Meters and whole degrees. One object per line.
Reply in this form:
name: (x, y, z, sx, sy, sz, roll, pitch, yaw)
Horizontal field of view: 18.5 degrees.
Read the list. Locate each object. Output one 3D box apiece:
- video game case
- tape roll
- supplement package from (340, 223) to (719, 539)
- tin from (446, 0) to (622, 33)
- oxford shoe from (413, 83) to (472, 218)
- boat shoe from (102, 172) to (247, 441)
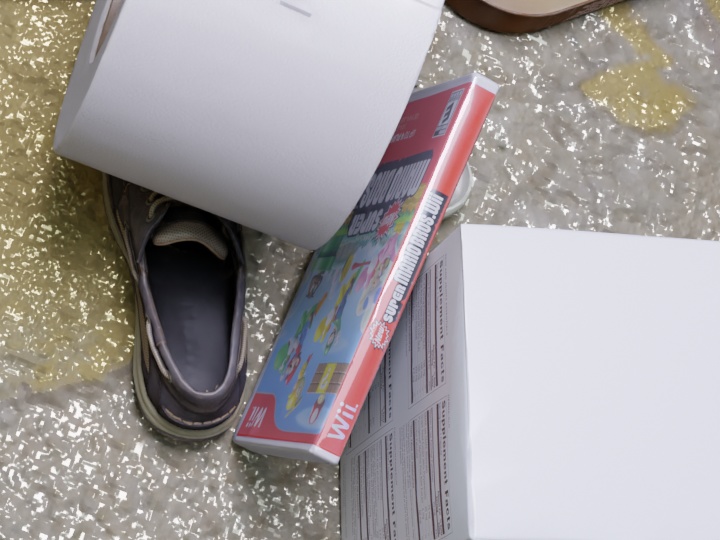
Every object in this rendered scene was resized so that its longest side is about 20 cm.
video game case: (0.000, 0.000, 1.114, 0.017, 0.143, 0.201, 26, 80, -16)
tape roll: (-0.051, -0.127, 1.076, 0.139, 0.203, 0.204, 21, 68, -13)
supplement package: (0.088, 0.081, 1.106, 0.151, 0.200, 0.152, 4, 72, -17)
tin: (0.126, -0.206, 1.297, 0.199, 0.042, 0.112, -20, 76, -22)
oxford shoe: (-0.011, -0.110, 1.213, 0.075, 0.058, 0.200, -39, 90, -27)
boat shoe: (-0.088, -0.015, 1.150, 0.074, 0.073, 0.201, -7, 76, -19)
